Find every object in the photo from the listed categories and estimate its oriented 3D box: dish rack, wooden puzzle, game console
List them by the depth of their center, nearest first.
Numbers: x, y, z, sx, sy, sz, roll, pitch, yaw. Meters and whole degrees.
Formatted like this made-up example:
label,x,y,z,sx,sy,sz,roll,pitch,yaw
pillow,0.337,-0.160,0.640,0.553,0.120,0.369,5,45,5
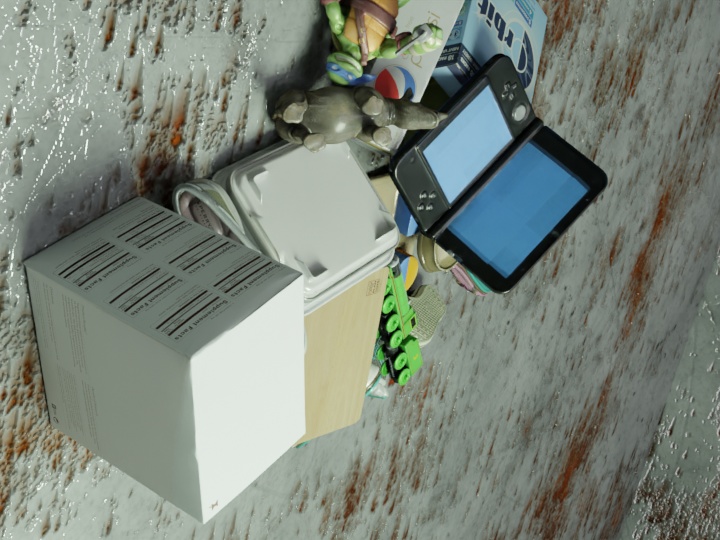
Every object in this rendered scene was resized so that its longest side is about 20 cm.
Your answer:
label,x,y,z,sx,sy,sz,roll,pitch,yaw
dish rack,-0.045,-0.061,1.191,0.043,0.172,0.200,-30,-178,45
game console,0.158,-0.110,1.289,0.200,0.118,0.171,-46,133,-14
wooden puzzle,0.029,-0.032,1.452,0.199,0.046,0.187,-25,131,-51

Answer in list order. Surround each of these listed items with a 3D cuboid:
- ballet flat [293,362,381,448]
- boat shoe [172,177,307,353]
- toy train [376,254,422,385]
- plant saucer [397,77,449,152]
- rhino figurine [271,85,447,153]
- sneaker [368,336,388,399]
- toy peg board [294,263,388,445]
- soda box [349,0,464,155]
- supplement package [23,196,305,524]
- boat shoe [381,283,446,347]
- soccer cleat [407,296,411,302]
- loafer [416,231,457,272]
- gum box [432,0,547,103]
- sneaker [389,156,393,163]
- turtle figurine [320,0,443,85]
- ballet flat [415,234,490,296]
label,x,y,z,sx,sy,sz,roll,pitch,yaw
ballet flat,-0.048,0.152,1.410,0.069,0.070,0.200,-35,174,-44
boat shoe,-0.118,0.006,1.091,0.074,0.203,0.065,-27,-176,6
toy train,0.040,0.058,1.362,0.056,0.042,0.201,-44,142,-28
plant saucer,0.100,-0.141,1.373,0.199,0.031,0.202,-9,102,-51
rhino figurine,0.001,-0.162,1.195,0.198,0.087,0.060,-6,108,-21
sneaker,-0.012,0.097,1.472,0.200,0.077,0.092,49,52,-63
toy peg board,-0.085,0.082,1.259,0.198,0.097,0.202,-14,123,-44
soda box,0.043,-0.232,1.278,0.068,0.064,0.201,24,90,-17
supplement package,-0.169,0.074,1.027,0.147,0.199,0.193,-37,141,-41
boat shoe,0.060,0.068,1.528,0.062,0.075,0.200,-31,-179,21
soccer cleat,0.000,0.000,1.358,0.077,0.069,0.200,-42,138,-11
loafer,0.148,-0.076,1.475,0.200,0.067,0.076,-51,131,-14
gum box,0.157,-0.274,1.382,0.170,0.044,0.202,41,53,-45
sneaker,0.096,-0.147,1.449,0.200,0.067,0.091,10,91,-54
turtle figurine,0.025,-0.287,1.152,0.195,0.143,0.200,-64,156,-12
ballet flat,0.118,-0.038,1.560,0.200,0.071,0.069,56,52,-38
